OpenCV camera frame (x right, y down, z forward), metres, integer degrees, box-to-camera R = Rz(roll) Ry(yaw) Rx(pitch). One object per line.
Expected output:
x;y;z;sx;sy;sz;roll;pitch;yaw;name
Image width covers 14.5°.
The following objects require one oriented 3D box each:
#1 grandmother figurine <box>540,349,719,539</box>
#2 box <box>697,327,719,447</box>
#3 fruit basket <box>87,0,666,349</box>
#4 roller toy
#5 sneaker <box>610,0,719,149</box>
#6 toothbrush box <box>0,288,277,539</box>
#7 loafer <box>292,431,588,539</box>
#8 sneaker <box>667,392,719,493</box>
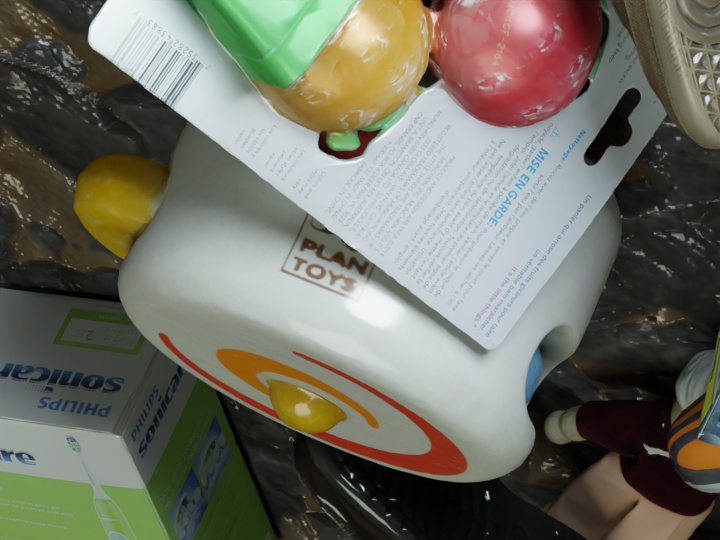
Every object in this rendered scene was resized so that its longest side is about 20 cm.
0.143;0.096;1.301;0.121;0.061;0.200;17;148;-7;grandmother figurine
0.166;-0.051;0.970;0.038;0.200;0.137;17;145;0;box
0.027;-0.100;1.033;0.200;0.185;0.094;37;177;-25;fruit basket
0.000;0.000;1.145;0.200;0.140;0.182;36;162;-35;roller toy
0.099;-0.141;0.968;0.076;0.070;0.200;8;113;55;sneaker
-0.142;0.106;1.448;0.145;0.086;0.200;6;142;24;toothbrush box
0.033;0.124;1.282;0.071;0.073;0.200;-22;129;38;loafer
0.186;0.006;1.140;0.200;0.078;0.112;-34;111;26;sneaker
